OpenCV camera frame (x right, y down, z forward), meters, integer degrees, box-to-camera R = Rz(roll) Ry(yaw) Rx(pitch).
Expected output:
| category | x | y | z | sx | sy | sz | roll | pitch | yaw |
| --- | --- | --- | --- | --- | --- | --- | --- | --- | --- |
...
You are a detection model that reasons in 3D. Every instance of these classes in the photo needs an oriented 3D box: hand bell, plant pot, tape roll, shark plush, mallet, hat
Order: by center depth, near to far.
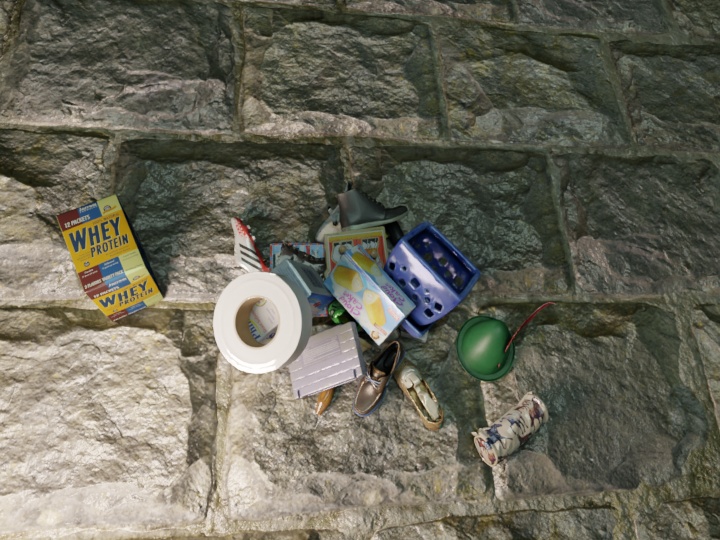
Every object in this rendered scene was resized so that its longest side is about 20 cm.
| category | x | y | z | sx | sy | sz | roll | pitch | yaw |
| --- | --- | --- | --- | --- | --- | --- | --- | --- | --- |
| tape roll | -0.201 | 0.105 | 1.080 | 0.196 | 0.071 | 0.210 | -1 | 86 | 14 |
| hand bell | -0.057 | 0.252 | 1.261 | 0.102 | 0.104 | 0.204 | 25 | 79 | 2 |
| plant pot | 0.152 | 0.029 | 1.275 | 0.200 | 0.181 | 0.199 | 43 | 31 | 9 |
| hat | 0.345 | 0.159 | 1.300 | 0.162 | 0.177 | 0.203 | 26 | 66 | 3 |
| mallet | 0.031 | -0.070 | 1.423 | 0.196 | 0.041 | 0.067 | -29 | 70 | -15 |
| shark plush | -0.064 | -0.168 | 1.429 | 0.081 | 0.091 | 0.206 | 1 | 69 | 33 |

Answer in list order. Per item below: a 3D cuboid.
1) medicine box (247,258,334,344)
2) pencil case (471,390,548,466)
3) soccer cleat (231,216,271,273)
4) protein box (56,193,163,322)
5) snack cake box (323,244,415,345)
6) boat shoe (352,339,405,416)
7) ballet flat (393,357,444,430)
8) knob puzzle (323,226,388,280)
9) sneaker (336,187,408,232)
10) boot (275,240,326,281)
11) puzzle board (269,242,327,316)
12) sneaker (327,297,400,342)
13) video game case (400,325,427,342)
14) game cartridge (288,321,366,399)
| category | x | y | z | sx | sy | sz | roll | pitch | yaw |
| --- | --- | --- | --- | --- | --- | --- | --- | --- | --- |
| medicine box | -0.182 | 0.083 | 1.207 | 0.199 | 0.182 | 0.104 | -41 | 77 | 7 |
| pencil case | 0.367 | 0.380 | 1.268 | 0.197 | 0.078 | 0.091 | -31 | 95 | -19 |
| soccer cleat | -0.300 | -0.047 | 1.341 | 0.084 | 0.069 | 0.203 | -27 | 76 | -14 |
| protein box | -0.572 | -0.025 | 1.212 | 0.132 | 0.201 | 0.202 | -24 | 73 | -18 |
| snack cake box | 0.019 | 0.056 | 1.214 | 0.200 | 0.116 | 0.067 | 46 | 34 | 10 |
| boat shoe | 0.038 | 0.252 | 1.255 | 0.071 | 0.073 | 0.203 | 25 | 74 | 18 |
| ballet flat | 0.145 | 0.292 | 1.274 | 0.070 | 0.066 | 0.202 | -31 | 75 | -17 |
| knob puzzle | 0.000 | 0.000 | 1.320 | 0.214 | 0.030 | 0.227 | 0 | 91 | -28 |
| sneaker | 0.034 | -0.172 | 1.376 | 0.195 | 0.074 | 0.110 | -15 | 97 | -21 |
| boot | -0.125 | -0.028 | 1.340 | 0.171 | 0.069 | 0.203 | 28 | 67 | 0 |
| puzzle board | -0.162 | 0.022 | 1.362 | 0.146 | 0.017 | 0.206 | -1 | 68 | -10 |
| sneaker | 0.010 | 0.137 | 1.286 | 0.195 | 0.086 | 0.080 | 20 | 107 | -14 |
| video game case | 0.099 | 0.073 | 1.380 | 0.194 | 0.023 | 0.187 | 17 | 66 | -2 |
| game cartridge | -0.083 | 0.211 | 1.230 | 0.196 | 0.038 | 0.133 | -24 | 63 | 24 |
